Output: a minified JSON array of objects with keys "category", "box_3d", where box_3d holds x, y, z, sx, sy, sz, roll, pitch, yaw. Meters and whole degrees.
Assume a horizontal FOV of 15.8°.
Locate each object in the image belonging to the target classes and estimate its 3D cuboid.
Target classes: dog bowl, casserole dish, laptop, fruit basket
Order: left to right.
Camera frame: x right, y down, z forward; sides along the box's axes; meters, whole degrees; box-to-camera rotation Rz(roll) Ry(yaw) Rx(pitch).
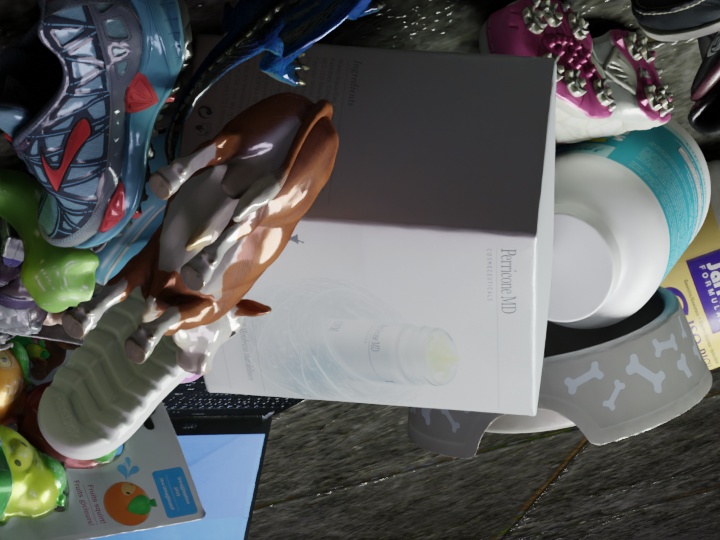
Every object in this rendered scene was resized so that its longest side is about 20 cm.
[{"category":"fruit basket","box_3d":[-0.217,0.095,1.682,0.199,0.186,0.094,-10,149,-23]},{"category":"casserole dish","box_3d":[-0.108,-0.037,1.614,0.121,0.039,0.200,-9,160,-29]},{"category":"laptop","box_3d":[-0.095,0.139,1.902,0.200,0.104,0.177,-28,161,38]},{"category":"dog bowl","box_3d":[0.123,0.059,1.668,0.199,0.059,0.200,-11,-165,3]}]

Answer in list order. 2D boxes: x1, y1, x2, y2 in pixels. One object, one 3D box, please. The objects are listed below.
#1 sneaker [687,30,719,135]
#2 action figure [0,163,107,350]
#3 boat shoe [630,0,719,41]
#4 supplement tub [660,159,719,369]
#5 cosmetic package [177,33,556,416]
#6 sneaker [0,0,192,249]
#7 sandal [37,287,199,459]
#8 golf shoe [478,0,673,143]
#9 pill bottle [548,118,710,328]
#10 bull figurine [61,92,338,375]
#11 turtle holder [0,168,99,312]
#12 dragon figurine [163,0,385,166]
[{"category":"sneaker","box_3d":[0.216,-0.120,1.507,0.116,0.075,0.200,-56,177,-16]},{"category":"action figure","box_3d":[-0.206,0.003,1.578,0.129,0.070,0.200,5,149,-21]},{"category":"boat shoe","box_3d":[0.214,-0.189,1.408,0.066,0.075,0.199,29,145,-36]},{"category":"supplement tub","box_3d":[0.231,0.005,1.894,0.199,0.146,0.145,-20,163,9]},{"category":"cosmetic package","box_3d":[0.007,-0.021,1.454,0.199,0.124,0.200,3,149,6]},{"category":"sneaker","box_3d":[-0.155,-0.088,1.341,0.095,0.080,0.200,-2,140,-22]},{"category":"sandal","box_3d":[-0.113,0.040,1.576,0.202,0.082,0.050,-38,153,-14]},{"category":"golf shoe","box_3d":[0.112,-0.109,1.550,0.091,0.076,0.200,-22,162,27]},{"category":"pill bottle","box_3d":[0.151,-0.031,1.647,0.110,0.111,0.200,-25,-173,24]},{"category":"bull figurine","box_3d":[-0.077,-0.010,1.294,0.121,0.065,0.200,-38,165,-45]},{"category":"turtle holder","box_3d":[-0.254,0.002,1.423,0.185,0.132,0.141,4,153,-45]},{"category":"dragon figurine","box_3d":[-0.031,-0.135,1.278,0.200,0.059,0.099,-37,174,-11]}]
